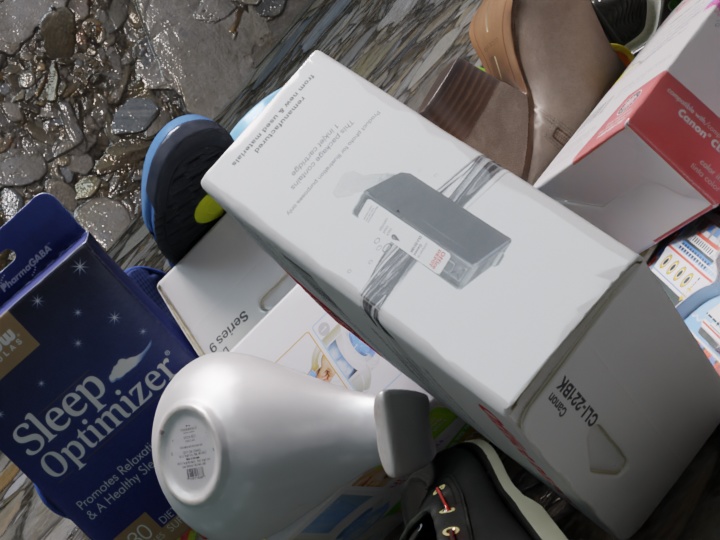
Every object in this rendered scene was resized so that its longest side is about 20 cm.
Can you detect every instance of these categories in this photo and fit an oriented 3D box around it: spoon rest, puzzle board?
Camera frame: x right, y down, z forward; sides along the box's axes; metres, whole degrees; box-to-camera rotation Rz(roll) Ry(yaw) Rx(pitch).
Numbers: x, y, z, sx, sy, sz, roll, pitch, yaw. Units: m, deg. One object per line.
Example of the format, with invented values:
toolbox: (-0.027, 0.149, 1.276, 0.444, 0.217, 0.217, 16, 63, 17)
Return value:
spoon rest: (-0.034, 0.085, 0.903, 0.061, 0.100, 0.200, -4, -4, -43)
puzzle board: (0.200, -0.025, 0.871, 0.151, 0.017, 0.200, -47, 12, 6)

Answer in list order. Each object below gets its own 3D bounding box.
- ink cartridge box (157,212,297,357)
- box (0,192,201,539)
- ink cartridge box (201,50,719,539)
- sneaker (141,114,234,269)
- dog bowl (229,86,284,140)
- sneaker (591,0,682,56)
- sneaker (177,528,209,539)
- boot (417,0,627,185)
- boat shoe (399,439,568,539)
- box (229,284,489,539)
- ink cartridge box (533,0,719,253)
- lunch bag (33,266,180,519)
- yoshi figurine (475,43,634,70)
ink cartridge box: (0.000, 0.000, 1.087, 0.145, 0.088, 0.200, -45, -23, 20)
box: (-0.154, 0.066, 1.042, 0.121, 0.200, 0.032, -41, 13, 6)
ink cartridge box: (0.047, 0.011, 0.788, 0.084, 0.144, 0.200, -49, 52, -5)
sneaker: (-0.101, -0.046, 1.063, 0.066, 0.078, 0.200, -32, -22, -8)
dog bowl: (-0.024, -0.073, 1.217, 0.112, 0.050, 0.200, -51, -21, 19)
sneaker: (0.203, -0.181, 1.244, 0.200, 0.076, 0.115, -34, 9, 25)
sneaker: (-0.078, 0.161, 1.098, 0.200, 0.090, 0.078, -44, 13, 18)
boot: (0.129, -0.108, 1.057, 0.200, 0.146, 0.070, -57, 9, -12)
boat shoe: (0.043, 0.124, 0.802, 0.063, 0.074, 0.201, -11, 11, -9)
box: (0.023, 0.046, 0.970, 0.200, 0.101, 0.112, -45, -26, 19)
ink cartridge box: (0.190, -0.105, 0.984, 0.200, 0.067, 0.116, -51, 5, -25)
lunch bag: (-0.123, 0.099, 1.175, 0.132, 0.200, 0.136, -44, 39, 32)
yoshi figurine: (0.101, -0.081, 1.181, 0.112, 0.112, 0.200, -60, 12, -18)
